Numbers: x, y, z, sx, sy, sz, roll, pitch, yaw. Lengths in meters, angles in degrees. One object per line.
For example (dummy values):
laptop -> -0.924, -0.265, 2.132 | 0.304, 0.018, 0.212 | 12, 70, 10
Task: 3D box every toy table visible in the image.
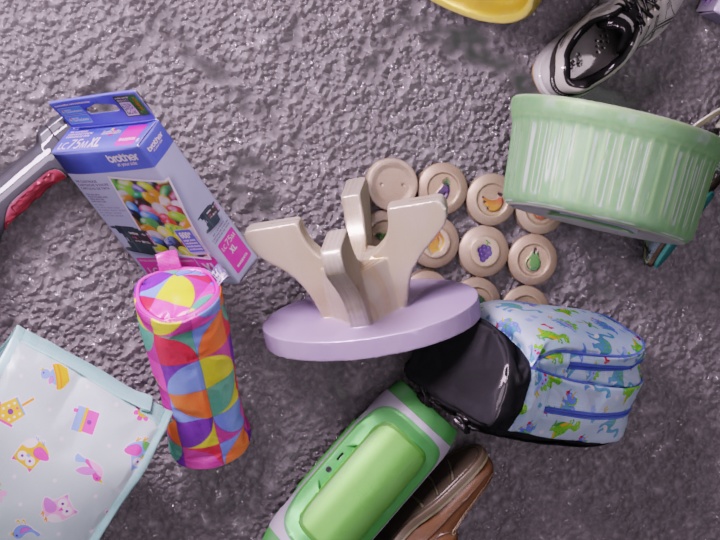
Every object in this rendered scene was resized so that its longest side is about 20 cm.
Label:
toy table -> 0.000, 0.000, 1.624 | 0.198, 0.184, 0.118 | -12, 111, 1

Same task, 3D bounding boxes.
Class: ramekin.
ramekin -> 0.224, -0.089, 1.640 | 0.198, 0.200, 0.099 | 13, 90, -11

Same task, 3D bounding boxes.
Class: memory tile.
memory tile -> 0.093, -0.022, 1.721 | 0.198, 0.017, 0.155 | 9, 94, -10

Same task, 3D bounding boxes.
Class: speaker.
speaker -> -0.001, 0.202, 1.694 | 0.088, 0.088, 0.200 | 42, 88, -11

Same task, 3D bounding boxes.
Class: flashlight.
flashlight -> -0.306, -0.060, 1.625 | 0.200, 0.068, 0.068 | -40, 76, -8

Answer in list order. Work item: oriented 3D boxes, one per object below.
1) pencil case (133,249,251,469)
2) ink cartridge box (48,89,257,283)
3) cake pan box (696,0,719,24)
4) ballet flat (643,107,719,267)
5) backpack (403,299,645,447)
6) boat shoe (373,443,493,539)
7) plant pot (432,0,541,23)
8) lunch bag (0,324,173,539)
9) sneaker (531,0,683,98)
pencil case -> -0.149, 0.084, 1.619 | 0.088, 0.089, 0.201 | -13, 128, -8
ink cartridge box -> -0.188, -0.069, 1.583 | 0.042, 0.119, 0.201 | -55, 128, -33
cake pan box -> 0.442, -0.293, 1.738 | 0.183, 0.052, 0.201 | 25, 91, -9
ballet flat -> 0.322, -0.094, 1.737 | 0.074, 0.074, 0.200 | 43, 86, -11
backpack -> 0.170, 0.097, 1.672 | 0.199, 0.163, 0.155 | 27, 91, -32
boat shoe -> 0.061, 0.252, 1.722 | 0.200, 0.072, 0.068 | -45, 105, 7
plant pot -> 0.115, -0.355, 1.609 | 0.200, 0.201, 0.190 | 35, 75, -12
lunch bag -> -0.282, 0.161, 1.607 | 0.170, 0.122, 0.201 | 31, 108, -11
sneaker -> 0.250, -0.232, 1.691 | 0.076, 0.088, 0.200 | 42, 86, -10
